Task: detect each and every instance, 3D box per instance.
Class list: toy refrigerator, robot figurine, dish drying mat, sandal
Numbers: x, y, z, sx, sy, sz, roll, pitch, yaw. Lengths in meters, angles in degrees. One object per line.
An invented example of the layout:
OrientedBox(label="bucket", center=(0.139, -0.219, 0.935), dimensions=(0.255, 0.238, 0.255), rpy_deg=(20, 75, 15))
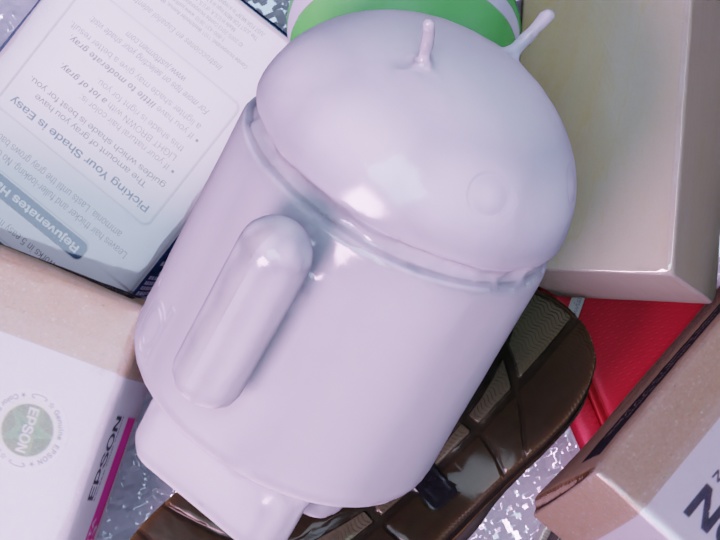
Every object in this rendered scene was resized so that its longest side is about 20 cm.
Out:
OrientedBox(label="toy refrigerator", center=(0.096, -0.093, 1.018), dimensions=(0.070, 0.076, 0.201), rpy_deg=(3, 83, 19))
OrientedBox(label="robot figurine", center=(-0.002, -0.003, 0.926), dimensions=(0.113, 0.170, 0.200), rpy_deg=(36, 116, 13))
OrientedBox(label="dish drying mat", center=(0.118, 0.056, 1.072), dimensions=(0.077, 0.018, 0.201), rpy_deg=(-19, 81, -26))
OrientedBox(label="sandal", center=(0.001, 0.081, 1.020), dimensions=(0.200, 0.055, 0.082), rpy_deg=(-40, 78, -14))

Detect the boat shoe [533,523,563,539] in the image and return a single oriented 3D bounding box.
OrientedBox(label="boat shoe", center=(0.086, 0.175, 1.069), dimensions=(0.072, 0.060, 0.203), rpy_deg=(12, 87, 2))

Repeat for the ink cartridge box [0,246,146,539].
OrientedBox(label="ink cartridge box", center=(-0.179, 0.080, 1.006), dimensions=(0.164, 0.075, 0.201), rpy_deg=(19, 87, 3))

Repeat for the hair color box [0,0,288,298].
OrientedBox(label="hair color box", center=(-0.114, -0.032, 1.082), dimensions=(0.100, 0.061, 0.200), rpy_deg=(39, 91, 2))

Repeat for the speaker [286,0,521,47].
OrientedBox(label="speaker", center=(0.018, -0.146, 1.022), dimensions=(0.088, 0.089, 0.201), rpy_deg=(1, 56, 3))

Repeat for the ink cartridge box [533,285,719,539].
OrientedBox(label="ink cartridge box", center=(0.193, 0.090, 1.031), dimensions=(0.200, 0.075, 0.165), rpy_deg=(42, 68, -1))
